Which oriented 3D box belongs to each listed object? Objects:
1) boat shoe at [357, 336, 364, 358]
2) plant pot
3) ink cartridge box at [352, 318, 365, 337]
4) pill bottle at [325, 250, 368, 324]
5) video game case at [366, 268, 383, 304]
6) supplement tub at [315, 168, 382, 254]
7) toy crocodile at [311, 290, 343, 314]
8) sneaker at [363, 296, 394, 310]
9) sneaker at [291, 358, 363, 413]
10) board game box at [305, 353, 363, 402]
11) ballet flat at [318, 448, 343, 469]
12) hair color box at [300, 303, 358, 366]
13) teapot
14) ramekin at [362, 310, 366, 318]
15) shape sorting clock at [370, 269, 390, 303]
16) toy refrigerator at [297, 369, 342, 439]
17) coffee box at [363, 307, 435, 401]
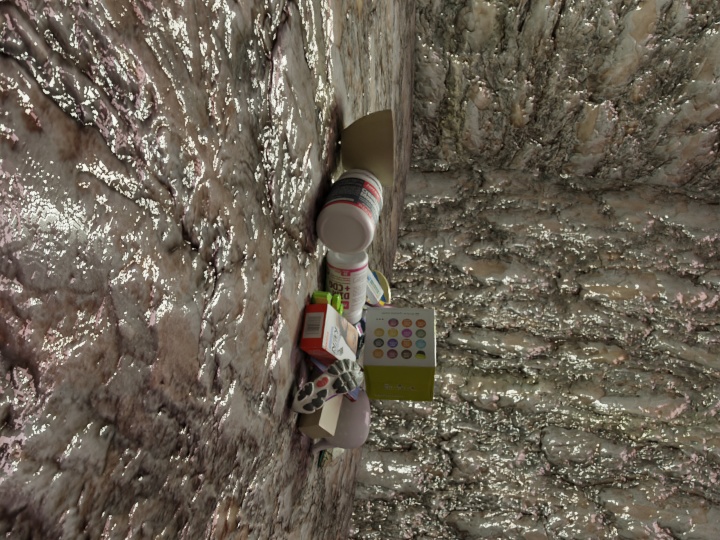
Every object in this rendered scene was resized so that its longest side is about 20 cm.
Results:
[{"bbox_3d":[-0.001,0.276,2.339,0.075,0.062,0.201,-73,169,-61],"label":"boat shoe"},{"bbox_3d":[0.017,-0.317,1.539,0.200,0.134,0.201,178,-90,-90],"label":"plant pot"},{"bbox_3d":[-0.045,0.182,1.696,0.200,0.119,0.042,-1,69,-81],"label":"ink cartridge box"},{"bbox_3d":[-0.040,0.043,1.613,0.113,0.113,0.201,-70,166,-58],"label":"pill bottle"},{"bbox_3d":[0.000,0.000,1.747,0.200,0.024,0.182,57,10,-2],"label":"video game case"},{"bbox_3d":[-0.022,-0.148,1.446,0.200,0.140,0.141,-73,168,-49],"label":"supplement tub"},{"bbox_3d":[-0.085,0.099,1.500,0.200,0.067,0.062,79,20,-69],"label":"toy crocodile"},{"bbox_3d":[0.023,0.081,1.846,0.075,0.199,0.090,1,-102,64],"label":"sneaker"},{"bbox_3d":[-0.084,0.277,1.411,0.081,0.200,0.083,62,-31,8],"label":"sneaker"},{"bbox_3d":[-0.065,0.250,1.550,0.200,0.019,0.103,48,41,-30],"label":"board game box"},{"bbox_3d":[-0.083,0.561,1.949,0.068,0.075,0.201,87,13,-59],"label":"ballet flat"},{"bbox_3d":[-0.072,0.168,1.450,0.200,0.064,0.111,50,41,-58],"label":"hair color box"},{"bbox_3d":[-0.067,0.417,1.696,0.197,0.146,0.201,135,-44,-56],"label":"teapot"},{"bbox_3d":[-0.010,0.102,1.971,0.202,0.094,0.203,8,90,-83],"label":"ramekin"},{"bbox_3d":[0.038,0.098,2.080,0.039,0.200,0.201,9,88,-43],"label":"shape sorting clock"},{"bbox_3d":[-0.093,0.337,1.551,0.070,0.076,0.200,45,41,-33],"label":"toy refrigerator"},{"bbox_3d":[0.115,0.245,1.698,0.200,0.199,0.198,85,8,-50],"label":"coffee box"}]
